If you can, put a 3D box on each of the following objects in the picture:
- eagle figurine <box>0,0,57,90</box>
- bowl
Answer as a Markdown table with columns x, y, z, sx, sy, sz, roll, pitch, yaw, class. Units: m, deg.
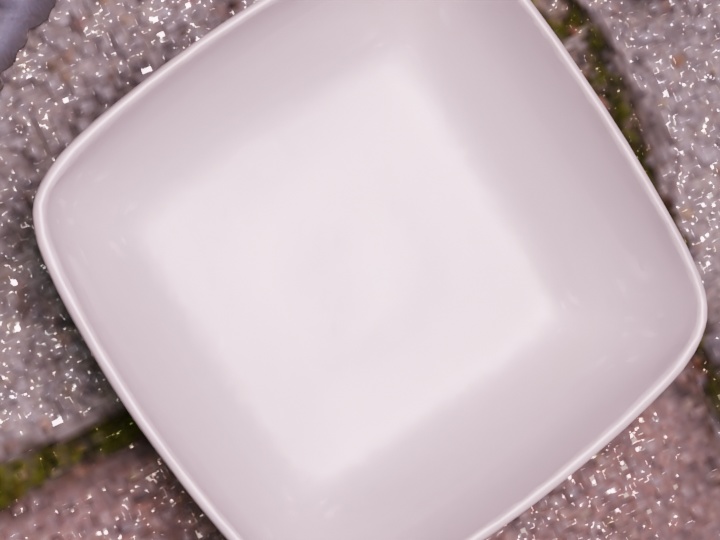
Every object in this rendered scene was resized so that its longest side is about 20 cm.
| x | y | z | sx | sy | sz | roll | pitch | yaw | class |
| --- | --- | --- | --- | --- | --- | --- | --- | --- | --- |
| -0.177 | -0.101 | 0.797 | 0.152 | 0.150 | 0.201 | 49 | 40 | -45 | eagle figurine |
| 0.000 | 0.000 | 0.841 | 0.200 | 0.075 | 0.200 | -35 | 95 | -11 | bowl |
